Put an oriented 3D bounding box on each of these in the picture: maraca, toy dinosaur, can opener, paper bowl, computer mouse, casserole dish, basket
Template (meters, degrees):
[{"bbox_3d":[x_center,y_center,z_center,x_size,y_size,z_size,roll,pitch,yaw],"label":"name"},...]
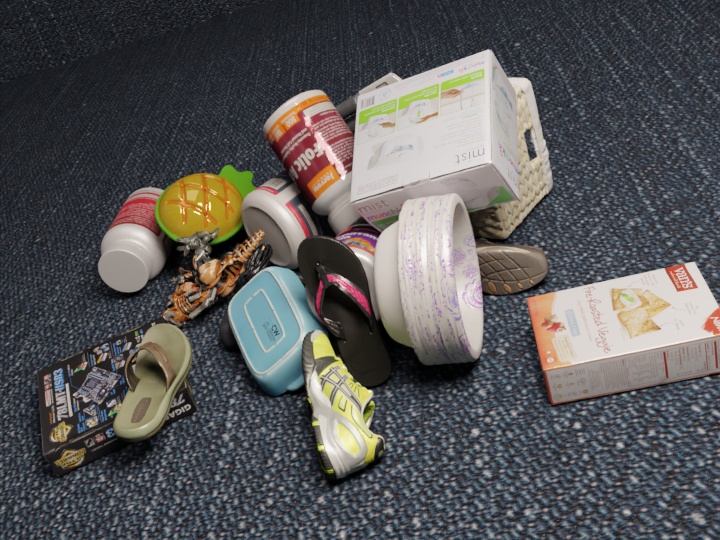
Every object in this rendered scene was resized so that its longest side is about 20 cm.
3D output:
[{"bbox_3d":[-0.245,-0.108,1.377,0.199,0.107,0.137,-31,73,-33],"label":"maraca"},{"bbox_3d":[-0.224,0.009,1.280,0.199,0.103,0.136,-21,35,1],"label":"toy dinosaur"},{"bbox_3d":[-0.007,-0.234,1.256,0.199,0.053,0.067,-21,25,43],"label":"can opener"},{"bbox_3d":[0.081,0.013,1.000,0.104,0.202,0.201,-7,33,18],"label":"paper bowl"},{"bbox_3d":[-0.170,0.030,1.232,0.058,0.034,0.201,-21,40,29],"label":"computer mouse"},{"bbox_3d":[-0.118,0.073,1.102,0.121,0.039,0.200,-42,47,11],"label":"casserole dish"},{"bbox_3d":[0.159,-0.167,1.251,0.199,0.199,0.161,8,44,37],"label":"basket"}]

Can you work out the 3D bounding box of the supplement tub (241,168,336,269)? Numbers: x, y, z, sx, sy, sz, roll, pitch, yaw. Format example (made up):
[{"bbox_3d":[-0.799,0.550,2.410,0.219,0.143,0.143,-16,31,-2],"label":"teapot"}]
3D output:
[{"bbox_3d":[-0.080,-0.108,1.339,0.140,0.141,0.200,16,46,44],"label":"supplement tub"}]

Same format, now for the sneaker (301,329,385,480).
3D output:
[{"bbox_3d":[-0.024,0.151,0.968,0.076,0.076,0.201,-12,48,-6],"label":"sneaker"}]

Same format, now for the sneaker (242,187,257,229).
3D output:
[{"bbox_3d":[-0.240,-0.086,1.466,0.198,0.081,0.116,10,63,17],"label":"sneaker"}]

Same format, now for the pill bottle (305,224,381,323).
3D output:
[{"bbox_3d":[0.000,0.000,1.127,0.111,0.112,0.200,-11,14,13],"label":"pill bottle"}]

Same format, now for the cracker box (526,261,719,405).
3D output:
[{"bbox_3d":[0.297,0.068,0.934,0.199,0.058,0.134,-13,32,10],"label":"cracker box"}]

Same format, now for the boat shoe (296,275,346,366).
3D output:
[{"bbox_3d":[-0.065,0.072,1.122,0.071,0.068,0.200,-24,33,-9],"label":"boat shoe"}]

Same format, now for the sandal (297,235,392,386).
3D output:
[{"bbox_3d":[-0.018,0.049,1.007,0.075,0.201,0.045,-24,2,18],"label":"sandal"}]

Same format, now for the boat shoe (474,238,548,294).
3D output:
[{"bbox_3d":[0.157,-0.015,1.127,0.199,0.075,0.073,-2,35,25],"label":"boat shoe"}]

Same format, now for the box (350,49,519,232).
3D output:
[{"bbox_3d":[0.095,-0.162,1.073,0.199,0.097,0.178,-14,59,29],"label":"box"}]

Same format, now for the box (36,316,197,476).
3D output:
[{"bbox_3d":[-0.340,0.165,1.144,0.198,0.050,0.200,-26,33,-10],"label":"box"}]

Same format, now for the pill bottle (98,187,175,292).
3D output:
[{"bbox_3d":[-0.384,-0.052,1.447,0.112,0.113,0.200,-12,31,12],"label":"pill bottle"}]

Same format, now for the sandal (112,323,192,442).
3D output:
[{"bbox_3d":[-0.268,0.131,1.062,0.079,0.058,0.201,-12,33,8],"label":"sandal"}]

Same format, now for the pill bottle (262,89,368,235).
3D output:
[{"bbox_3d":[-0.047,-0.154,1.225,0.114,0.201,0.114,-33,-8,-5],"label":"pill bottle"}]
